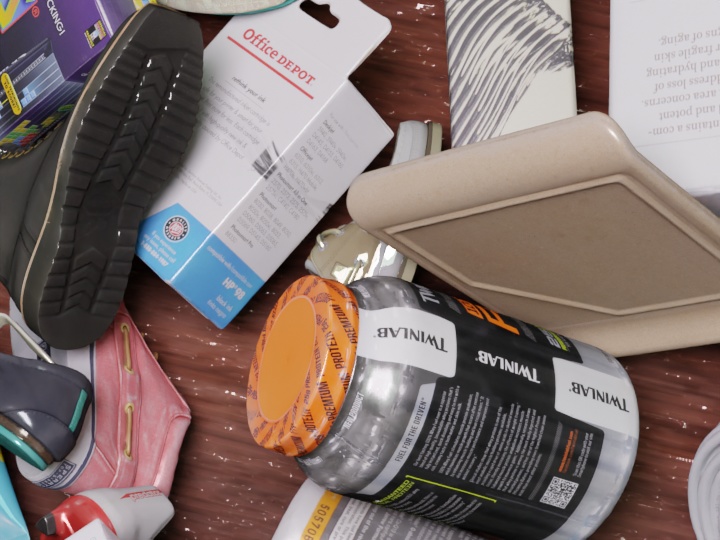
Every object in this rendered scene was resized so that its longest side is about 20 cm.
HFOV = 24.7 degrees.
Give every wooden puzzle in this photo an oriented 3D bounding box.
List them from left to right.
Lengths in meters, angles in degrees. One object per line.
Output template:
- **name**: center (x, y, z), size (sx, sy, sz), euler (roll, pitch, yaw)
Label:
- **wooden puzzle**: center (0.119, -0.015, 0.905), size (0.184, 0.200, 0.037), euler (-12, 53, 42)

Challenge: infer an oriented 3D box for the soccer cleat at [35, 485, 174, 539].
- **soccer cleat**: center (-0.173, 0.200, 0.969), size (0.069, 0.085, 0.201), euler (46, 124, 24)

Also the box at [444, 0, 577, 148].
- **box**: center (0.093, -0.103, 1.012), size (0.081, 0.068, 0.202), euler (-4, 79, 4)

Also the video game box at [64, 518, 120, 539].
- **video game box**: center (-0.168, 0.249, 0.920), size (0.182, 0.200, 0.047), euler (-34, 45, -3)

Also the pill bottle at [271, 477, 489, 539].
- **pill bottle**: center (0.041, 0.203, 0.940), size (0.199, 0.116, 0.117), euler (24, 83, 10)

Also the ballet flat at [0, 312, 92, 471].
- **ballet flat**: center (-0.233, 0.050, 0.944), size (0.199, 0.073, 0.074), euler (21, 83, 27)

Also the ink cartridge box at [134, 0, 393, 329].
- **ink cartridge box**: center (-0.063, -0.079, 1.002), size (0.200, 0.067, 0.116), euler (-48, 49, -3)

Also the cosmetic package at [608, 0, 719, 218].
- **cosmetic package**: center (0.247, -0.126, 0.924), size (0.166, 0.166, 0.202), euler (-4, 78, 35)

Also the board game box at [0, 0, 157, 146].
- **board game box**: center (-0.220, -0.187, 1.025), size (0.165, 0.057, 0.201), euler (-33, 75, 36)

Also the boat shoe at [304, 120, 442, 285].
- **boat shoe**: center (0.000, 0.000, 1.001), size (0.068, 0.075, 0.202), euler (15, 83, 3)

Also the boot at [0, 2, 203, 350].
- **boot**: center (-0.177, -0.074, 0.959), size (0.138, 0.077, 0.201), euler (32, 100, 43)

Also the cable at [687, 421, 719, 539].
- **cable**: center (0.270, 0.147, 0.886), size (0.069, 0.199, 0.201), euler (-32, 122, -31)

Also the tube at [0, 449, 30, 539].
- **tube**: center (-0.260, 0.077, 1.005), size (0.077, 0.050, 0.202), euler (-19, 82, 20)

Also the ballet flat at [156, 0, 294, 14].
- **ballet flat**: center (-0.121, -0.199, 1.019), size (0.199, 0.062, 0.068), euler (9, 64, 30)

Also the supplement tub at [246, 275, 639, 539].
- **supplement tub**: center (0.045, 0.077, 0.919), size (0.199, 0.122, 0.124), euler (19, 81, -26)

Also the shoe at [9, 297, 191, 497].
- **shoe**: center (-0.160, 0.054, 1.015), size (0.071, 0.091, 0.201), euler (-31, 48, 30)
